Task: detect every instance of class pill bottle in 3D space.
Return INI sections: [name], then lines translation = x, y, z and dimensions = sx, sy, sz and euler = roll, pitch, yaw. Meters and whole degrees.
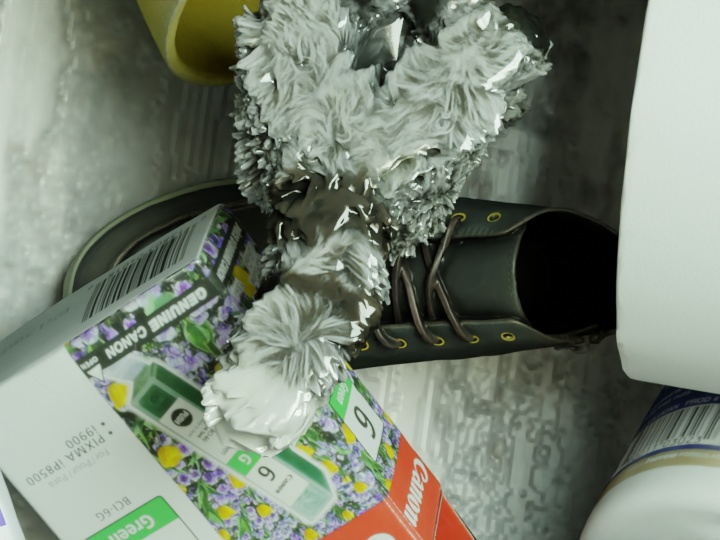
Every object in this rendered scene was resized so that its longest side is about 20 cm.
[pill bottle]
translation = 0.162, 0.063, 1.054
dimensions = 0.111, 0.111, 0.200
euler = 51, 43, -13

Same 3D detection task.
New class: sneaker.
[sneaker]
translation = 0.000, 0.000, 1.023
dimensions = 0.199, 0.106, 0.075
euler = -6, 91, -21

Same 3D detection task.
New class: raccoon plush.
[raccoon plush]
translation = -0.009, -0.028, 0.973
dimensions = 0.097, 0.134, 0.200
euler = 31, 79, 10

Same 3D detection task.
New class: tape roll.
[tape roll]
translation = 0.137, -0.058, 0.956
dimensions = 0.070, 0.202, 0.204
euler = 8, 85, 13

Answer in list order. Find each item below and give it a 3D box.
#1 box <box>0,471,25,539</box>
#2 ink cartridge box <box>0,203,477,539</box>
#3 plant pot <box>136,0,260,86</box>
[box]
translation = -0.233, 0.055, 0.937
dimensions = 0.199, 0.097, 0.177
euler = -20, 94, -22
[ink cartridge box]
translation = -0.035, 0.087, 1.005
dimensions = 0.109, 0.050, 0.200
euler = -31, 108, 20
[plant pot]
translation = -0.020, -0.181, 0.990
dimensions = 0.199, 0.200, 0.142
euler = -29, 77, -20
